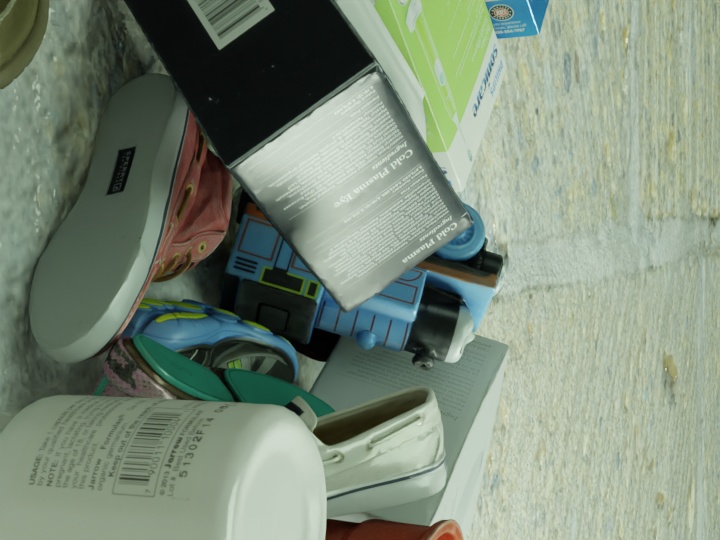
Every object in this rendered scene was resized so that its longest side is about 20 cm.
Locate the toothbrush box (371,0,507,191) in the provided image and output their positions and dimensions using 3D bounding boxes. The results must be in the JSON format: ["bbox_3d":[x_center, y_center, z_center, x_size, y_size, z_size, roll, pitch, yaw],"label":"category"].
[{"bbox_3d":[0.031,-0.178,1.202,0.201,0.085,0.146,63,36,-40],"label":"toothbrush box"}]

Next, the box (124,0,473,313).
[{"bbox_3d":[-0.043,-0.108,0.986,0.201,0.104,0.182,57,3,35],"label":"box"}]

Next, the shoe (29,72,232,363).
[{"bbox_3d":[-0.127,-0.015,0.956,0.091,0.071,0.201,56,37,-45],"label":"shoe"}]

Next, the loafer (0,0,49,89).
[{"bbox_3d":[-0.192,-0.161,0.808,0.068,0.075,0.201,65,25,-44],"label":"loafer"}]

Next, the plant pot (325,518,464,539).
[{"bbox_3d":[-0.058,0.223,0.946,0.201,0.194,0.203,11,90,-73],"label":"plant pot"}]

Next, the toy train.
[{"bbox_3d":[0.000,0.000,1.112,0.087,0.198,0.115,110,-3,-63],"label":"toy train"}]

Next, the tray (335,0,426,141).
[{"bbox_3d":[-0.011,-0.172,1.018,0.108,0.022,0.200,56,1,42],"label":"tray"}]

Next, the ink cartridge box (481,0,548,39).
[{"bbox_3d":[0.067,-0.274,1.247,0.201,0.115,0.068,65,34,-41],"label":"ink cartridge box"}]

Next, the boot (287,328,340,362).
[{"bbox_3d":[-0.020,0.015,1.237,0.199,0.097,0.075,18,117,-44],"label":"boot"}]

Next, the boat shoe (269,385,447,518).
[{"bbox_3d":[-0.041,0.105,0.909,0.198,0.071,0.070,-10,108,-22],"label":"boat shoe"}]

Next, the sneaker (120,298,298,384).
[{"bbox_3d":[-0.105,0.065,1.037,0.199,0.070,0.083,11,99,-67],"label":"sneaker"}]

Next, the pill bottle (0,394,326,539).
[{"bbox_3d":[-0.127,0.120,0.804,0.114,0.198,0.116,1,90,-66],"label":"pill bottle"}]

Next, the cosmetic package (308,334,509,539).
[{"bbox_3d":[0.010,0.169,1.159,0.200,0.122,0.201,-61,164,-49],"label":"cosmetic package"}]

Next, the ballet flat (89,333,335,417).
[{"bbox_3d":[-0.089,0.091,0.952,0.071,0.069,0.199,-48,144,14],"label":"ballet flat"}]
